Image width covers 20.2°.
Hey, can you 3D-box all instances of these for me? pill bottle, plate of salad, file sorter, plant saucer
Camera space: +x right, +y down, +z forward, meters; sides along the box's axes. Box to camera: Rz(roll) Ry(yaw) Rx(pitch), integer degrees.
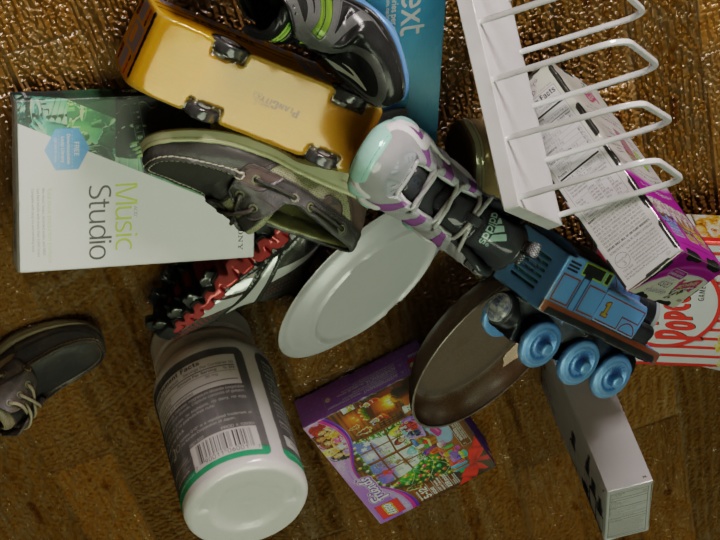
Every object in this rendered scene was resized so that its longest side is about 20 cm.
[{"bbox_3d":[-0.122,0.133,1.797,0.113,0.200,0.113,-11,137,-10],"label":"pill bottle"},{"bbox_3d":[0.000,0.000,1.794,0.200,0.048,0.200,-35,158,-17],"label":"plate of salad"},{"bbox_3d":[0.163,-0.150,1.561,0.124,0.201,0.139,-15,171,18],"label":"file sorter"},{"bbox_3d":[0.116,0.065,1.898,0.200,0.032,0.201,-34,152,-21],"label":"plant saucer"}]

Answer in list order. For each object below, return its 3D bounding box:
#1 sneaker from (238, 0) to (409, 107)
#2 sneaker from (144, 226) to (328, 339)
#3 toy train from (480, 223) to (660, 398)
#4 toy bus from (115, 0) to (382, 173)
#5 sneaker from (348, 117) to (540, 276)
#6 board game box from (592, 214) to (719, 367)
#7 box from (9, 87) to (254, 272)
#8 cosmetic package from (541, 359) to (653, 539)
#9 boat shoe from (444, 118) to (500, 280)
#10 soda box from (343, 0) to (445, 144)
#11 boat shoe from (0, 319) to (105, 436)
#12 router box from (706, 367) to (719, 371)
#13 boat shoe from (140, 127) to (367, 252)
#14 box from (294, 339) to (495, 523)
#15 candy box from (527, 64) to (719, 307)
[{"bbox_3d":[-0.046,-0.190,1.531,0.200,0.083,0.071,43,146,-19],"label":"sneaker"},{"bbox_3d":[-0.099,0.002,1.764,0.200,0.071,0.098,-41,132,20],"label":"sneaker"},{"bbox_3d":[0.196,0.039,1.817,0.200,0.087,0.115,24,102,-42],"label":"toy train"},{"bbox_3d":[-0.086,-0.144,1.582,0.199,0.078,0.065,20,106,-24],"label":"toy bus"},{"bbox_3d":[0.081,-0.048,1.605,0.078,0.140,0.200,-59,154,4],"label":"sneaker"},{"bbox_3d":[0.315,0.019,1.904,0.199,0.046,0.152,2,127,3],"label":"board game box"},{"bbox_3d":[-0.182,-0.076,1.637,0.199,0.036,0.145,-5,111,-19],"label":"box"},{"bbox_3d":[0.225,0.154,1.953,0.050,0.200,0.083,-11,138,-8],"label":"cosmetic package"},{"bbox_3d":[0.117,-0.070,1.778,0.066,0.074,0.200,-19,148,-7],"label":"boat shoe"},{"bbox_3d":[0.026,-0.188,1.620,0.068,0.064,0.201,-10,137,-11],"label":"soda box"},{"bbox_3d":[-0.313,0.114,1.793,0.199,0.073,0.075,-27,139,0],"label":"boat shoe"},{"bbox_3d":[0.411,0.027,2.004,0.199,0.049,0.180,14,128,-32],"label":"router box"},{"bbox_3d":[-0.081,-0.062,1.610,0.200,0.066,0.072,14,160,-27],"label":"boat shoe"},{"bbox_3d":[0.038,0.164,2.011,0.136,0.039,0.200,-27,138,8],"label":"box"},{"bbox_3d":[0.209,-0.070,1.684,0.061,0.200,0.136,-38,160,16],"label":"candy box"}]
